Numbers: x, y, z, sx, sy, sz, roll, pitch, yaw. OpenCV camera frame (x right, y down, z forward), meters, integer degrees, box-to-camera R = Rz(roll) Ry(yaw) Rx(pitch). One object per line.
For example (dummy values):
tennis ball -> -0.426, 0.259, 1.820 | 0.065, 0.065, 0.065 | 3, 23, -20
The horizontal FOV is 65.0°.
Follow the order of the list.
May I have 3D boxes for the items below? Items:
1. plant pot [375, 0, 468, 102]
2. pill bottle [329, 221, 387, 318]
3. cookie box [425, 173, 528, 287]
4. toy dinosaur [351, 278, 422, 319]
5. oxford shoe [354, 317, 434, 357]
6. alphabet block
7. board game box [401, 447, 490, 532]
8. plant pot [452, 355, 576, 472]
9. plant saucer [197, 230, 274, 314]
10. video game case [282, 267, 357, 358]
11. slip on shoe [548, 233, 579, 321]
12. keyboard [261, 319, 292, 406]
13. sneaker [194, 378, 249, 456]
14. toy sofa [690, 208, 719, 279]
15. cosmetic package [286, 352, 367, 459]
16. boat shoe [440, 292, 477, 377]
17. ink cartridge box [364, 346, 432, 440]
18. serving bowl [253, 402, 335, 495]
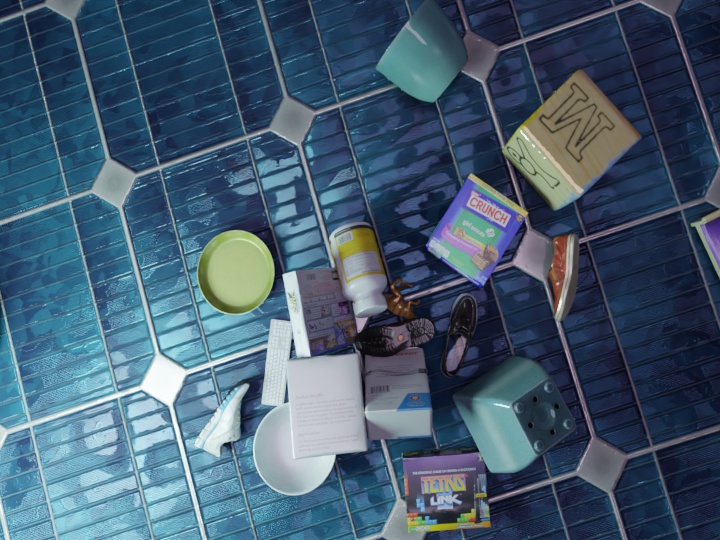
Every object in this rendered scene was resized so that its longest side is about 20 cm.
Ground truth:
plant pot -> 0.156, -0.499, 1.326 | 0.160, 0.201, 0.202 | 40, 89, -8
pill bottle -> 0.000, 0.000, 1.319 | 0.108, 0.112, 0.206 | -16, 72, 2
cookie box -> 0.274, -0.094, 1.347 | 0.169, 0.075, 0.203 | 33, 88, 5
toy dinosaur -> 0.077, 0.073, 1.356 | 0.195, 0.060, 0.109 | 25, 90, 5
oxford shoe -> 0.082, 0.156, 1.327 | 0.193, 0.084, 0.075 | -10, 90, 13
alphabet block -> 0.470, -0.287, 1.290 | 0.196, 0.195, 0.201 | -42, 86, -2
board game box -> 0.199, 0.512, 1.324 | 0.192, 0.057, 0.172 | -6, 87, 3
plant pot -> 0.354, 0.313, 1.233 | 0.192, 0.200, 0.201 | -27, 85, -16
plant saucer -> -0.305, 0.005, 1.397 | 0.192, 0.031, 0.208 | 0, 87, 3
video game case -> -0.088, 0.091, 1.299 | 0.044, 0.198, 0.188 | -14, 85, 32
slip on shoe -> 0.476, 0.016, 1.340 | 0.060, 0.073, 0.208 | 6, 93, 38
keyboard -> -0.204, 0.226, 1.388 | 0.054, 0.011, 0.208 | 6, 87, 4
sneaker -> -0.312, 0.357, 1.363 | 0.085, 0.075, 0.203 | 33, 96, -2
toy sofa -> 0.858, -0.043, 1.299 | 0.081, 0.098, 0.205 | -23, 86, 1
cosmetic package -> -0.076, 0.299, 1.253 | 0.159, 0.165, 0.207 | -4, 75, -5
boat shoe -> 0.233, 0.154, 1.338 | 0.068, 0.066, 0.206 | 19, 88, 4
ink cartridge box -> 0.082, 0.272, 1.271 | 0.140, 0.202, 0.086 | -4, 120, 3
serving bowl -> -0.152, 0.418, 1.336 | 0.192, 0.066, 0.208 | 1, 75, -3
